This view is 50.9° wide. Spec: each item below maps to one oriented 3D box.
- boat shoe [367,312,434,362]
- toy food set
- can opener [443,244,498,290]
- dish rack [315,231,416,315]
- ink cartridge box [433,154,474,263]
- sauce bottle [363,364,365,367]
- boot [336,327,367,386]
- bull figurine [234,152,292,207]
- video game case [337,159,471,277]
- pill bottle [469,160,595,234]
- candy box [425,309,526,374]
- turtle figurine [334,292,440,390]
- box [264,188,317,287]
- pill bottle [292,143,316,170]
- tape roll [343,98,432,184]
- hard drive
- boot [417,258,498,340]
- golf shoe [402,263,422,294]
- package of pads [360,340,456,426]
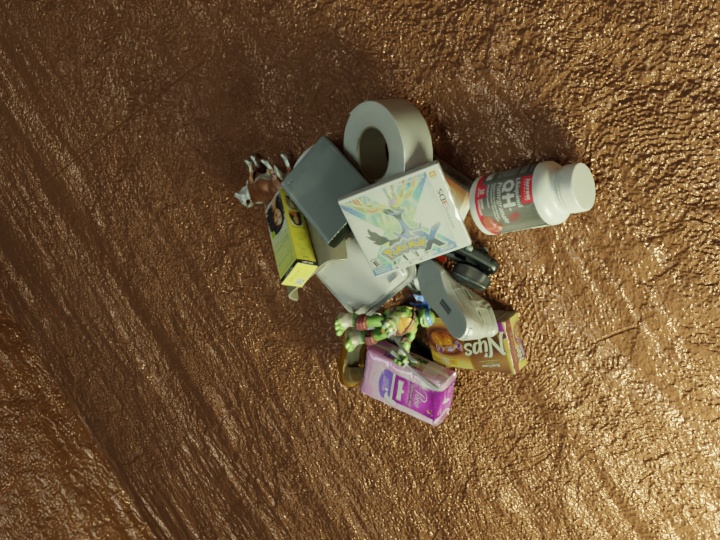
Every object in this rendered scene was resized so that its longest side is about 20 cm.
[{"bbox_3d":[0.097,0.153,1.677,0.200,0.070,0.066,45,127,15],"label":"boat shoe"},{"bbox_3d":[-0.097,-0.041,1.573,0.200,0.060,0.144,-40,51,46],"label":"toy food set"},{"bbox_3d":[0.178,-0.042,1.474,0.200,0.079,0.063,34,135,5],"label":"can opener"},{"bbox_3d":[0.000,0.000,1.562,0.172,0.044,0.200,49,124,1],"label":"dish rack"},{"bbox_3d":[0.129,-0.128,1.514,0.162,0.050,0.200,38,129,22],"label":"ink cartridge box"},{"bbox_3d":[0.093,0.260,1.737,0.200,0.065,0.065,19,123,36],"label":"sauce bottle"},{"bbox_3d":[-0.020,0.172,1.786,0.144,0.071,0.202,154,123,-75],"label":"boot"},{"bbox_3d":[-0.226,-0.209,1.780,0.200,0.065,0.122,3,116,40],"label":"bull figurine"},{"bbox_3d":[0.084,-0.092,1.416,0.199,0.022,0.183,-19,119,15],"label":"video game case"},{"bbox_3d":[0.298,-0.129,1.316,0.200,0.111,0.111,-9,105,44],"label":"pill bottle"},{"bbox_3d":[0.234,0.141,1.553,0.200,0.056,0.117,3,113,43],"label":"candy box"},{"bbox_3d":[0.050,0.144,1.521,0.193,0.144,0.201,-4,83,23],"label":"turtle figurine"},{"bbox_3d":[-0.145,-0.068,1.550,0.075,0.050,0.200,-50,44,37],"label":"box"},{"bbox_3d":[-0.042,-0.170,1.601,0.200,0.111,0.111,44,134,16],"label":"pill bottle"},{"bbox_3d":[0.050,-0.230,1.463,0.202,0.071,0.203,27,123,50],"label":"tape roll"},{"bbox_3d":[-0.061,-0.158,1.498,0.140,0.033,0.200,-47,55,11],"label":"hard drive"},{"bbox_3d":[0.191,0.058,1.487,0.074,0.095,0.200,-56,46,34],"label":"boot"},{"bbox_3d":[0.100,-0.028,1.562,0.200,0.078,0.095,35,142,21],"label":"golf shoe"},{"bbox_3d":[0.099,0.240,1.627,0.200,0.076,0.121,21,122,25],"label":"package of pads"}]
